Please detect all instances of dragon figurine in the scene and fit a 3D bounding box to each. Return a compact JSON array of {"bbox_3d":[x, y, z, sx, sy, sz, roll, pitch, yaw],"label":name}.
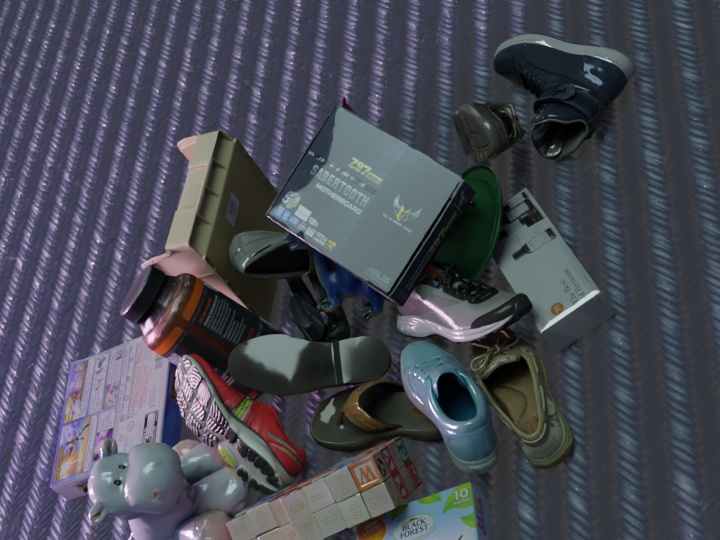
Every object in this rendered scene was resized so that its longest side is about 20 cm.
[{"bbox_3d":[0.000,0.000,1.479,0.197,0.101,0.059,8,19,14],"label":"dragon figurine"}]

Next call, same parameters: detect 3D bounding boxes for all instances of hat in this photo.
[{"bbox_3d":[0.049,-0.075,1.451,0.168,0.174,0.200,-66,22,14],"label":"hat"}]

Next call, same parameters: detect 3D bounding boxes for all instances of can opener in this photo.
[{"bbox_3d":[-0.056,0.036,1.569,0.063,0.079,0.201,-28,31,5],"label":"can opener"}]

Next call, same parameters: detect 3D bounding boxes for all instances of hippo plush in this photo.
[{"bbox_3d":[-0.245,0.248,1.462,0.198,0.161,0.161,-15,49,27],"label":"hippo plush"}]

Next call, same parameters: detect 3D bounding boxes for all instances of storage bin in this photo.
[{"bbox_3d":[-0.186,-0.045,1.629,0.092,0.199,0.202,-9,51,26],"label":"storage bin"}]

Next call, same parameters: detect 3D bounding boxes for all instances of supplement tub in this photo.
[{"bbox_3d":[-0.195,0.074,1.523,0.107,0.199,0.107,-48,20,24],"label":"supplement tub"}]

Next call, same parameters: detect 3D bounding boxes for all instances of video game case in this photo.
[{"bbox_3d":[-0.319,0.189,1.651,0.179,0.046,0.202,-20,47,22],"label":"video game case"}]

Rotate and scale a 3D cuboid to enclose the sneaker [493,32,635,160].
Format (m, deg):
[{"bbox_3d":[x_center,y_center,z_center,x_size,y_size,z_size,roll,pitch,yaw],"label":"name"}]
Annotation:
[{"bbox_3d":[0.225,-0.218,1.549,0.201,0.077,0.147,15,64,42],"label":"sneaker"}]

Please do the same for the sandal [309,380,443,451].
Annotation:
[{"bbox_3d":[0.024,0.161,1.409,0.198,0.055,0.083,-4,56,33],"label":"sandal"}]

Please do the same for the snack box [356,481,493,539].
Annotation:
[{"bbox_3d":[0.070,0.331,1.240,0.141,0.053,0.202,-22,46,20],"label":"snack box"}]

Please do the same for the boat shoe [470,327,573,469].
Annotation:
[{"bbox_3d":[0.167,0.121,1.328,0.073,0.063,0.201,-37,42,7],"label":"boat shoe"}]

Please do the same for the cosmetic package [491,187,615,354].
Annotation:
[{"bbox_3d":[0.205,-0.003,1.410,0.082,0.051,0.201,-36,43,8],"label":"cosmetic package"}]

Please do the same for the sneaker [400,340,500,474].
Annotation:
[{"bbox_3d":[0.095,0.124,1.328,0.073,0.083,0.200,-22,39,-13],"label":"sneaker"}]

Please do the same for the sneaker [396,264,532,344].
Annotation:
[{"bbox_3d":[0.106,0.034,1.382,0.073,0.080,0.199,-26,17,-38],"label":"sneaker"}]

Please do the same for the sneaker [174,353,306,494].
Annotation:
[{"bbox_3d":[-0.142,0.177,1.464,0.200,0.085,0.077,48,132,12],"label":"sneaker"}]

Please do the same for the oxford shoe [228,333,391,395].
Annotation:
[{"bbox_3d":[-0.059,0.116,1.470,0.197,0.071,0.073,0,79,9],"label":"oxford shoe"}]

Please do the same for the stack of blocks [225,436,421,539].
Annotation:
[{"bbox_3d":[-0.044,0.254,1.334,0.198,0.115,0.059,-27,85,17],"label":"stack of blocks"}]

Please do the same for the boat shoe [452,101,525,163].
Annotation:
[{"bbox_3d":[0.162,-0.181,1.521,0.072,0.075,0.200,-21,12,0],"label":"boat shoe"}]

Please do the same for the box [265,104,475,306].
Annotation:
[{"bbox_3d":[0.009,-0.077,1.414,0.199,0.051,0.159,34,88,27],"label":"box"}]

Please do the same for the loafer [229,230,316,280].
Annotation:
[{"bbox_3d":[-0.066,-0.020,1.558,0.197,0.071,0.070,-9,32,-16],"label":"loafer"}]
